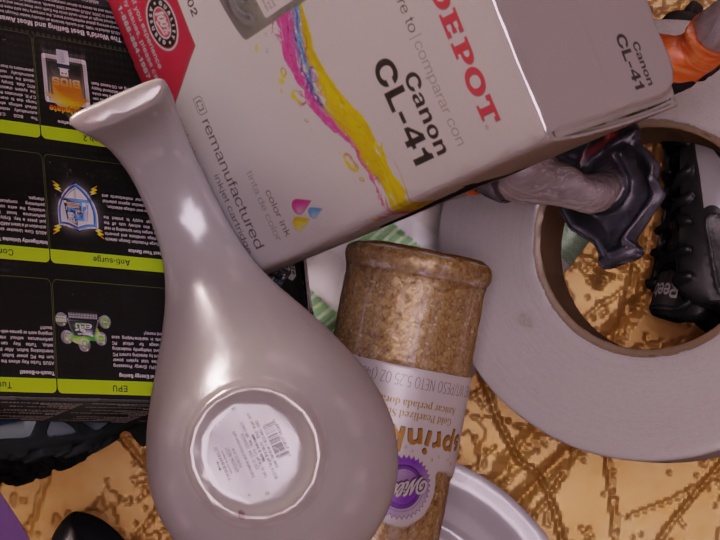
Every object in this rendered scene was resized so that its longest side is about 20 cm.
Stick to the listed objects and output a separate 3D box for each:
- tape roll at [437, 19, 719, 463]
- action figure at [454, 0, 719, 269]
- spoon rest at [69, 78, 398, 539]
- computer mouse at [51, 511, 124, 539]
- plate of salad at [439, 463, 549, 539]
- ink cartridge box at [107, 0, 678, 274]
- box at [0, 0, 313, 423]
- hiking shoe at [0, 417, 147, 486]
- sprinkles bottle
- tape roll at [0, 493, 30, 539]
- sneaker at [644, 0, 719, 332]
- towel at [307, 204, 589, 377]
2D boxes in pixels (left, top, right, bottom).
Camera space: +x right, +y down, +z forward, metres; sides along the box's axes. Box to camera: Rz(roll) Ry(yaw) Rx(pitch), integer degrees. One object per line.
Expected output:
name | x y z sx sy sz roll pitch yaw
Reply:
tape roll | 0.133 -0.012 0.786 0.203 0.037 0.203 -3 82 23
action figure | 0.074 -0.109 0.742 0.193 0.105 0.200 -47 63 27
spoon rest | -0.053 0.026 0.679 0.099 0.061 0.200 -21 87 5
computer mouse | -0.102 0.208 0.818 0.034 0.059 0.200 -17 89 0
plate of salad | 0.007 0.184 0.826 0.200 0.048 0.200 0 84 2
ink cartridge box | 0.004 -0.094 0.683 0.086 0.200 0.148 -22 89 -41
box | -0.113 -0.033 0.728 0.200 0.047 0.193 4 74 -40
hiking shoe | -0.133 0.042 0.765 0.200 0.074 0.087 -11 77 -43
sprinkles bottle | 0.008 0.089 0.771 0.068 0.068 0.200 10 89 -1
tape roll | -0.216 0.143 0.637 0.200 0.085 0.200 7 111 19
sneaker | 0.172 -0.026 0.828 0.098 0.071 0.201 -23 89 -4
towel | 0.000 0.000 0.849 0.153 0.023 0.200 41 86 0
